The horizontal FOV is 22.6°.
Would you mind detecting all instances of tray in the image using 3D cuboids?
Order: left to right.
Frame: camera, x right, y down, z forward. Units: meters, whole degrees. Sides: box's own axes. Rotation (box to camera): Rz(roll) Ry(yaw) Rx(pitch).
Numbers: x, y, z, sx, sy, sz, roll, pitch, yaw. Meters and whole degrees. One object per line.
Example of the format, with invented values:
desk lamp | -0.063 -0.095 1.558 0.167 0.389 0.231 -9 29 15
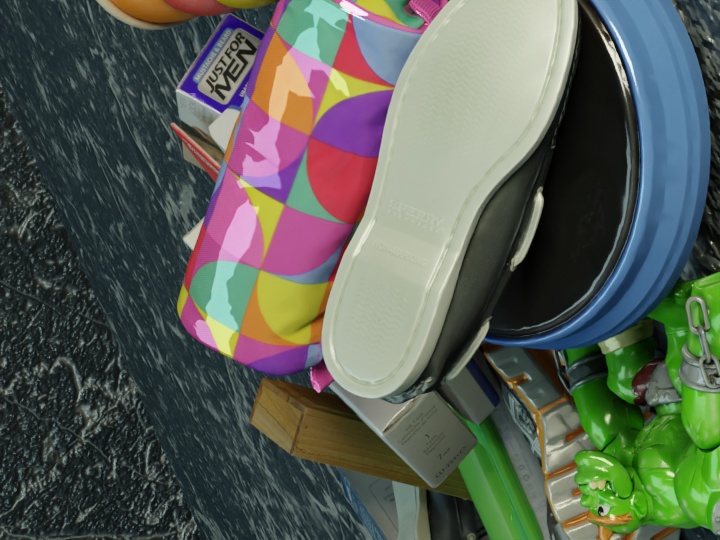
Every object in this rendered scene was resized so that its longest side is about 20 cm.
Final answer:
tray | 0.033 0.119 1.214 0.099 0.198 0.037 23 95 68

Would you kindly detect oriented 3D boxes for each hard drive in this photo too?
hard drive | 0.000 0.000 1.006 0.132 0.025 0.200 42 173 36

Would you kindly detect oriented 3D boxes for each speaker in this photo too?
speaker | 0.100 0.113 1.139 0.202 0.088 0.088 66 165 -14

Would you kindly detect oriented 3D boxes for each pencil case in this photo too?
pencil case | -0.020 -0.047 0.833 0.088 0.088 0.202 48 130 42

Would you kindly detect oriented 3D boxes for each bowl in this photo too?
bowl | 0.070 -0.060 0.827 0.200 0.039 0.203 16 112 46

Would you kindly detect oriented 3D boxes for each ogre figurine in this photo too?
ogre figurine | 0.149 0.068 0.879 0.199 0.097 0.121 -17 84 56

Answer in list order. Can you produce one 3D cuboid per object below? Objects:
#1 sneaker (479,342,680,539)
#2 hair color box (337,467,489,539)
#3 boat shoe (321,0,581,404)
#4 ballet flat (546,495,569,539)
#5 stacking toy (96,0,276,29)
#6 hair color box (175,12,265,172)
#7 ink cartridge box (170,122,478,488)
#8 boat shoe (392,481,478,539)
sneaker | 0.125 0.082 1.040 0.077 0.078 0.202 72 172 -85
hair color box | 0.075 0.209 1.367 0.201 0.099 0.061 54 167 31
boat shoe | 0.045 -0.038 0.780 0.075 0.201 0.060 34 -166 29
ballet flat | 0.158 0.188 1.078 0.067 0.046 0.202 -19 79 42
stacking toy | -0.077 -0.216 1.146 0.199 0.146 0.147 18 138 43
hair color box | -0.010 -0.060 1.070 0.199 0.065 0.109 32 163 8
ink cartridge box | -0.033 0.022 1.047 0.200 0.045 0.176 42 174 34
boat shoe | 0.061 0.152 1.321 0.075 0.061 0.202 124 147 -60
